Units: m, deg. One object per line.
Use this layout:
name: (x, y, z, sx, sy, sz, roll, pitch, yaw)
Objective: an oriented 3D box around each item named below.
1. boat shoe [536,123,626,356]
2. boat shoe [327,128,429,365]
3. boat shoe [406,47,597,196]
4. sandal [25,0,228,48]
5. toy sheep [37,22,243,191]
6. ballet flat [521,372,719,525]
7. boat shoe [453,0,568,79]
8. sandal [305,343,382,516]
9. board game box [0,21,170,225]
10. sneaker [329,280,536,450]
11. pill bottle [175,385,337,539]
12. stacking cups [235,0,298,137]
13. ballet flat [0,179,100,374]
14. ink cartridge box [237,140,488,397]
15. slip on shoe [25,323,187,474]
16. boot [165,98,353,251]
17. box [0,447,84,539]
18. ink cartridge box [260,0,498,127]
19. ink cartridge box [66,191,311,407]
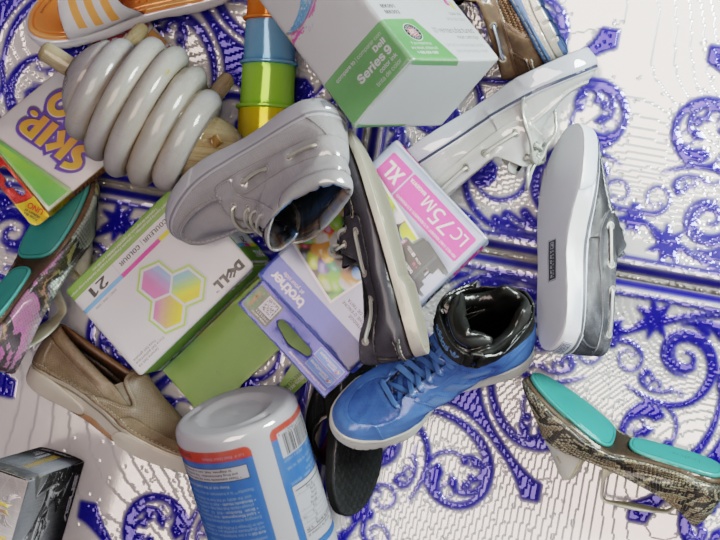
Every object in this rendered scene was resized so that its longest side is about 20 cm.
boat shoe: (0.198, -0.025, 1.707, 0.067, 0.072, 0.202, 9, 77, -24)
boat shoe: (0.001, -0.018, 1.636, 0.062, 0.073, 0.202, -19, 80, 10)
boat shoe: (0.131, -0.111, 1.709, 0.201, 0.075, 0.087, -31, 86, 12)
sandal: (-0.208, -0.261, 1.758, 0.205, 0.059, 0.080, -14, 55, 6)
toy sheep: (-0.189, -0.141, 1.695, 0.199, 0.138, 0.139, 27, 95, 3)
ballet flat: (0.218, 0.165, 1.708, 0.199, 0.068, 0.076, 26, 110, 6)
boat shoe: (0.104, -0.260, 1.714, 0.072, 0.072, 0.201, -29, 86, 10)
sandal: (-0.018, 0.116, 1.747, 0.048, 0.075, 0.203, -5, 84, 38)
board game box: (-0.247, -0.138, 1.769, 0.200, 0.030, 0.096, -41, 84, -7)
sneaker: (0.062, 0.075, 1.673, 0.198, 0.112, 0.077, -22, 60, -13)
pill bottle: (-0.083, 0.212, 1.714, 0.111, 0.112, 0.202, -12, 107, 9)
stacking cups: (-0.083, -0.203, 1.758, 0.060, 0.060, 0.202, 1, 86, 9)
ballet flat: (-0.284, 0.007, 1.771, 0.069, 0.071, 0.201, 2, 53, 44)
ink cartridge box: (0.000, 0.000, 1.692, 0.200, 0.042, 0.119, -44, 84, 4)
slip on shoe: (-0.207, 0.117, 1.770, 0.199, 0.076, 0.061, 29, 102, 15)
boot: (-0.087, -0.055, 1.632, 0.199, 0.073, 0.096, -36, 46, 31)
box: (-0.316, 0.264, 1.745, 0.048, 0.158, 0.202, 17, 93, 8)
ink cartridge box: (0.001, -0.223, 1.667, 0.088, 0.145, 0.200, -48, 68, 28)
ink cartridge box: (-0.138, 0.043, 1.754, 0.148, 0.076, 0.200, -43, 83, 7)
